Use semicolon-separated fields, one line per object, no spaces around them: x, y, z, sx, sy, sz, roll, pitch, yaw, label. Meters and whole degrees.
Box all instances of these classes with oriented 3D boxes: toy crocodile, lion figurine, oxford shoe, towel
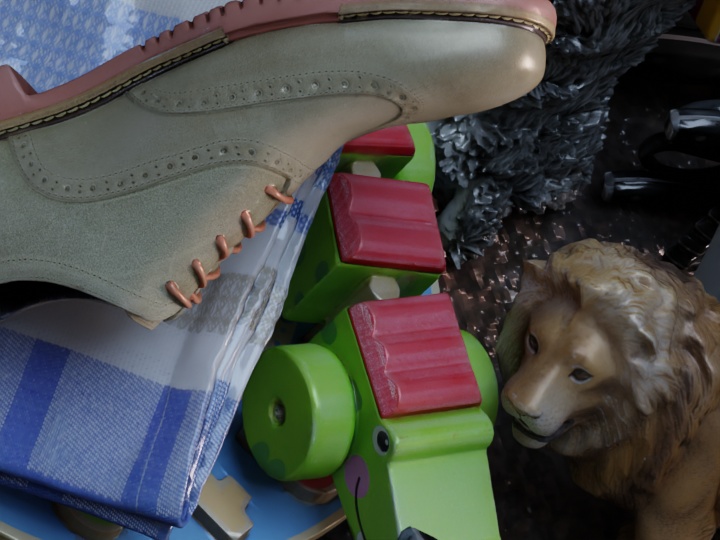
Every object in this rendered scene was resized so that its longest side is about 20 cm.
0.000;0.000;0.822;0.067;0.062;0.200;0;64;-33;toy crocodile
0.131;0.066;0.823;0.200;0.123;0.072;17;38;9;lion figurine
-0.041;-0.024;0.746;0.200;0.071;0.074;-15;77;14;oxford shoe
-0.079;-0.038;0.798;0.147;0.024;0.200;19;76;10;towel

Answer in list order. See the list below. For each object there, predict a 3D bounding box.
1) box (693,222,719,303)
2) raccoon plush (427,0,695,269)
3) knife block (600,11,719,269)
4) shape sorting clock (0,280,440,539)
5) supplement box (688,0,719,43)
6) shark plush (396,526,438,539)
0.219;0.017;0.844;0.200;0.152;0.106;31;71;-8;box
0.073;-0.063;0.856;0.097;0.200;0.134;-17;108;-27;raccoon plush
0.174;-0.062;0.981;0.176;0.064;0.200;48;56;2;knife block
-0.068;-0.003;0.848;0.200;0.039;0.200;11;61;-21;shape sorting clock
0.138;-0.164;0.958;0.110;0.086;0.200;1;40;-25;supplement box
-0.051;0.140;0.691;0.091;0.200;0.083;62;12;4;shark plush
